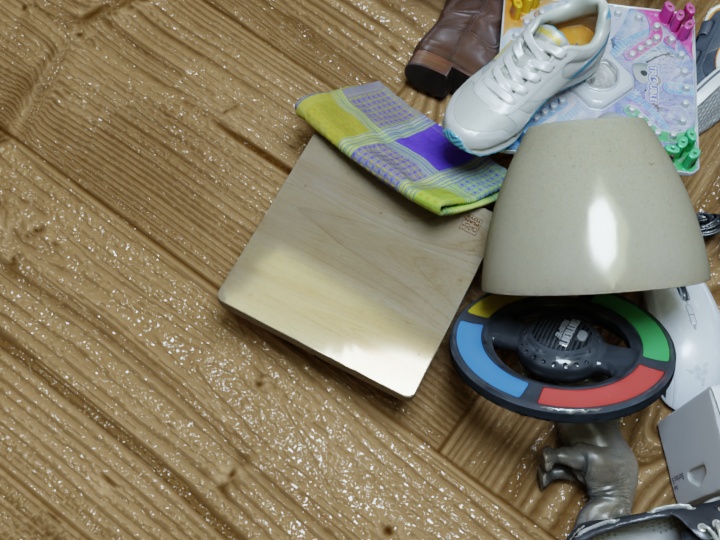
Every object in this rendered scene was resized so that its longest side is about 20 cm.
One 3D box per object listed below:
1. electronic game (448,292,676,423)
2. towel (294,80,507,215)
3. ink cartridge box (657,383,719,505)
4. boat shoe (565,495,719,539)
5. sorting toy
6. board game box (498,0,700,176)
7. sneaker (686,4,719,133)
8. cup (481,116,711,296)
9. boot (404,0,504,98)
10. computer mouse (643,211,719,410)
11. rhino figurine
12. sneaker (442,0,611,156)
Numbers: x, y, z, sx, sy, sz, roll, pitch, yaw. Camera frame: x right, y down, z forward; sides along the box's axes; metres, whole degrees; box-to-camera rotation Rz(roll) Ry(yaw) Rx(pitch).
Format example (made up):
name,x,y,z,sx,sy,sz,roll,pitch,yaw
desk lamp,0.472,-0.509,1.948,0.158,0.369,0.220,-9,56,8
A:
name,x,y,z,sx,sy,sz,roll,pitch,yaw
electronic game,0.178,0.068,0.922,0.198,0.042,0.200,-1,31,0
towel,0.043,-0.122,1.004,0.200,0.023,0.143,41,36,27
ink cartridge box,0.382,0.141,0.904,0.198,0.146,0.085,-8,69,-7
boat shoe,0.264,0.222,0.842,0.198,0.060,0.075,-7,80,18
sorting toy,0.000,0.000,0.983,0.199,0.070,0.200,27,69,7
board game box,0.236,-0.195,1.027,0.198,0.026,0.201,7,62,2
sneaker,0.377,-0.219,1.089,0.200,0.079,0.079,-40,64,-11
cup,0.202,-0.059,0.915,0.199,0.200,0.145,-4,94,-5
boot,0.164,-0.253,1.104,0.185,0.064,0.201,26,64,5
computer mouse,0.313,0.036,0.998,0.109,0.044,0.202,-3,68,-5
rhino figurine,0.203,0.168,0.931,0.087,0.060,0.201,-10,70,-4
sneaker,0.152,-0.185,0.958,0.200,0.081,0.076,-41,72,-19
